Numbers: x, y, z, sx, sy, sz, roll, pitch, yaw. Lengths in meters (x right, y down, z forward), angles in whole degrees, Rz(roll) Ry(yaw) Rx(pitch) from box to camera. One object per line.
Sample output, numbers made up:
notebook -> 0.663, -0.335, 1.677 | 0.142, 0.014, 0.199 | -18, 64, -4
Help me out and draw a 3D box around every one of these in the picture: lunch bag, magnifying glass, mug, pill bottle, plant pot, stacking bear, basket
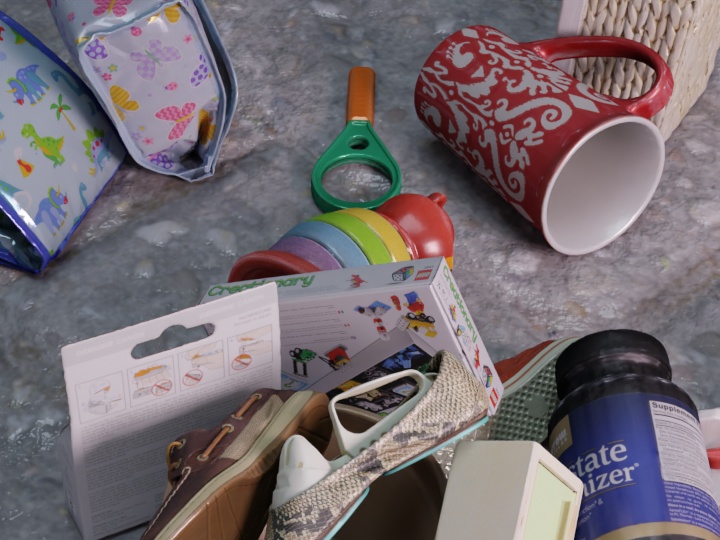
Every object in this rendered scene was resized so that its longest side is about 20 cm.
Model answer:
lunch bag -> -0.186, -0.195, 1.656 | 0.127, 0.200, 0.170 | -24, 48, -4
magnifying glass -> -0.002, -0.115, 1.709 | 0.079, 0.022, 0.200 | 2, 45, 1
mug -> 0.164, -0.128, 1.653 | 0.177, 0.134, 0.200 | -25, 45, -26
pill bottle -> 0.193, 0.146, 1.354 | 0.112, 0.112, 0.200 | -2, 50, -4
lunch bag -> -0.312, -0.108, 1.621 | 0.200, 0.127, 0.170 | 35, 46, -7
plant pot -> -0.037, 0.193, 1.327 | 0.200, 0.093, 0.201 | 1, 44, -1
stacking bear -> 0.000, 0.000, 1.529 | 0.114, 0.122, 0.200 | 38, 45, 24
basket -> 0.257, -0.227, 1.710 | 0.123, 0.200, 0.136 | 28, 49, 17

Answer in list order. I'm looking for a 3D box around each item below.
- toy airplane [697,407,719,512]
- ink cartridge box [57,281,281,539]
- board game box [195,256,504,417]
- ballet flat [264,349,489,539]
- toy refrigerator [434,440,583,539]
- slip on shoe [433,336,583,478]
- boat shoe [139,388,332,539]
toy airplane -> 0.341, 0.117, 1.382 | 0.199, 0.141, 0.200 | -26, 50, -25
ink cartridge box -> -0.137, 0.092, 1.353 | 0.160, 0.200, 0.047 | -17, 45, -19
board game box -> -0.009, 0.058, 1.394 | 0.200, 0.126, 0.035 | -7, 36, 28
ballet flat -> -0.005, 0.121, 1.263 | 0.200, 0.068, 0.075 | -37, 96, -17
toy refrigerator -> 0.089, 0.218, 1.253 | 0.070, 0.076, 0.200 | -4, 59, 34
slip on shoe -> 0.097, 0.114, 1.444 | 0.200, 0.074, 0.061 | -34, 16, -23
boat shoe -> -0.097, 0.140, 1.270 | 0.072, 0.072, 0.200 | 15, 41, 27
